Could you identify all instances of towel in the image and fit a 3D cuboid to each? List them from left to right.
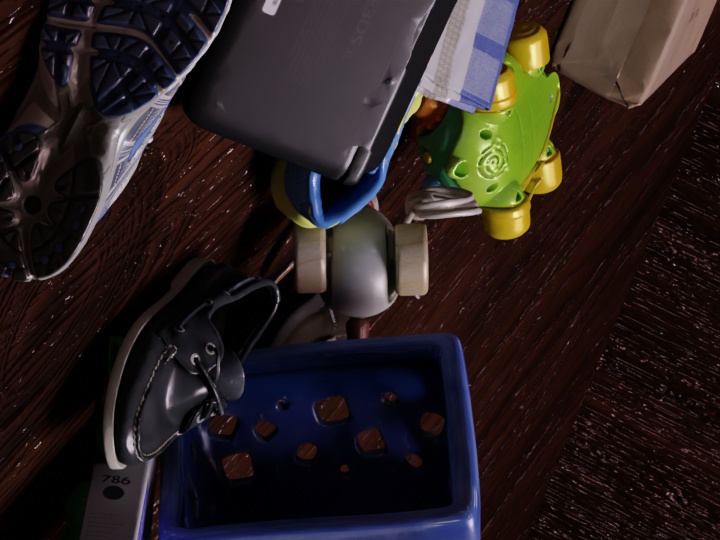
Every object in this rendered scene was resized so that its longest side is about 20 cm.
[{"bbox_3d":[0.041,-0.185,1.685,0.200,0.024,0.147,17,88,-55],"label":"towel"}]

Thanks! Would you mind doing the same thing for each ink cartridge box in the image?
[{"bbox_3d":[-0.151,0.190,1.603,0.200,0.039,0.100,-83,179,-57],"label":"ink cartridge box"}]

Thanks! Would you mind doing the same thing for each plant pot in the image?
[{"bbox_3d":[-0.020,0.172,1.738,0.200,0.200,0.180,-91,176,-56],"label":"plant pot"}]

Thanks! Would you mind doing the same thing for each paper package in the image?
[{"bbox_3d":[0.283,-0.280,2.585,0.200,0.103,0.191,-41,155,-60],"label":"paper package"}]

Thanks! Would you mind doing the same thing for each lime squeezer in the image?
[{"bbox_3d":[-0.164,0.132,1.661,0.200,0.038,0.071,-65,168,13],"label":"lime squeezer"}]

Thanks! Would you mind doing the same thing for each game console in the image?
[{"bbox_3d":[-0.006,-0.162,1.579,0.200,0.176,0.116,-66,-155,9],"label":"game console"}]

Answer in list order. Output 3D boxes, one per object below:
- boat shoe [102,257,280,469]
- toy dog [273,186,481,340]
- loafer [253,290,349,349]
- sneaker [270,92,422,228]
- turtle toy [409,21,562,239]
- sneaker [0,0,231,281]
[{"bbox_3d":[-0.098,0.057,1.639,0.199,0.066,0.075,-56,149,-60],"label":"boat shoe"},{"bbox_3d":[0.000,0.000,1.867,0.200,0.132,0.096,-33,129,-69],"label":"toy dog"},{"bbox_3d":[-0.039,0.059,1.916,0.073,0.071,0.200,-36,-174,32],"label":"loafer"},{"bbox_3d":[0.012,-0.109,1.735,0.200,0.076,0.105,-65,-162,11],"label":"sneaker"},{"bbox_3d":[0.099,-0.122,2.107,0.200,0.101,0.146,-52,141,-53],"label":"turtle toy"},{"bbox_3d":[-0.124,-0.090,1.299,0.200,0.077,0.085,-57,179,4],"label":"sneaker"}]
